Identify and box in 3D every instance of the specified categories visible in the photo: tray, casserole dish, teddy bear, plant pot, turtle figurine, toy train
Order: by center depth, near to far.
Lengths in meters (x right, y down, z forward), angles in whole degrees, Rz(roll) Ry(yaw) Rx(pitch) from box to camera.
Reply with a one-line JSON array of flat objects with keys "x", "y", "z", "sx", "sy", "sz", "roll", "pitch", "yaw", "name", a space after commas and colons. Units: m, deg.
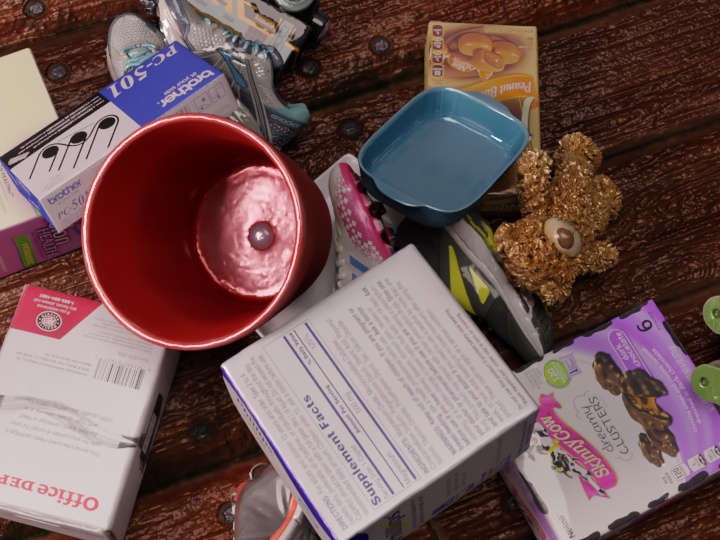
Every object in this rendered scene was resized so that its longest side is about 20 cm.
[{"x": -0.116, "y": -0.033, "z": 1.123, "sx": 0.199, "sy": 0.177, "sz": 0.202, "roll": 0, "pitch": 91, "yaw": 16, "name": "plant pot"}, {"x": 0.402, "y": 0.069, "z": 1.156, "sx": 0.193, "sy": 0.144, "sz": 0.200, "roll": -9, "pitch": 55, "yaw": -42, "name": "turtle figurine"}, {"x": 0.077, "y": -0.105, "z": 1.199, "sx": 0.121, "sy": 0.039, "sz": 0.200, "roll": 29, "pitch": 46, "yaw": 16, "name": "casserole dish"}, {"x": 0.202, "y": -0.055, "z": 1.218, "sx": 0.200, "sy": 0.066, "sz": 0.146, "roll": -26, "pitch": 105, "yaw": -51, "name": "teddy bear"}, {"x": -0.046, "y": -0.019, "z": 1.254, "sx": 0.200, "sy": 0.022, "sz": 0.107, "roll": -41, "pitch": 76, "yaw": -18, "name": "tray"}, {"x": -0.132, "y": -0.277, "z": 1.316, "sx": 0.199, "sy": 0.085, "sz": 0.114, "roll": 30, "pitch": 74, "yaw": -5, "name": "toy train"}]

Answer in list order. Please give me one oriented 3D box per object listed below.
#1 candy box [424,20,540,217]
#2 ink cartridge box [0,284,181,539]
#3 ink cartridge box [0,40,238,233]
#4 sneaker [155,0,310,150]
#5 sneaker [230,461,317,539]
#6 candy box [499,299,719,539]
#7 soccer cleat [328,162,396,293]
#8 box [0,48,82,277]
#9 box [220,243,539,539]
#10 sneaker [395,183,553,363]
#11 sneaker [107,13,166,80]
[{"x": 0.123, "y": -0.155, "z": 1.304, "sx": 0.115, "sy": 0.055, "sz": 0.201, "roll": 2, "pitch": 66, "yaw": -1, "name": "candy box"}, {"x": -0.258, "y": 0.132, "z": 1.142, "sx": 0.144, "sy": 0.083, "sz": 0.201, "roll": 14, "pitch": 67, "yaw": 2, "name": "ink cartridge box"}, {"x": -0.217, "y": -0.124, "z": 1.149, "sx": 0.200, "sy": 0.044, "sz": 0.094, "roll": -37, "pitch": 45, "yaw": -16, "name": "ink cartridge box"}, {"x": -0.124, "y": -0.207, "z": 1.261, "sx": 0.086, "sy": 0.078, "sz": 0.200, "roll": -33, "pitch": 107, "yaw": 9, "name": "sneaker"}, {"x": -0.083, "y": 0.229, "z": 1.132, "sx": 0.082, "sy": 0.077, "sz": 0.201, "roll": 15, "pitch": 62, "yaw": 31, "name": "sneaker"}, {"x": 0.223, "y": 0.149, "z": 1.172, "sx": 0.199, "sy": 0.072, "sz": 0.168, "roll": -25, "pitch": 71, "yaw": -14, "name": "candy box"}, {"x": 0.000, "y": 0.000, "z": 1.199, "sx": 0.086, "sy": 0.070, "sz": 0.201, "roll": -25, "pitch": 89, "yaw": 11, "name": "soccer cleat"}, {"x": -0.374, "y": -0.088, "z": 1.222, "sx": 0.199, "sy": 0.097, "sz": 0.177, "roll": -23, "pitch": 70, "yaw": -12, "name": "box"}, {"x": 0.016, "y": 0.116, "z": 1.073, "sx": 0.199, "sy": 0.105, "sz": 0.184, "roll": -32, "pitch": 67, "yaw": -12, "name": "box"}, {"x": 0.111, "y": 0.013, "z": 1.232, "sx": 0.084, "sy": 0.074, "sz": 0.201, "roll": -36, "pitch": 86, "yaw": 24, "name": "sneaker"}, {"x": -0.200, "y": -0.186, "z": 1.271, "sx": 0.077, "sy": 0.086, "sz": 0.201, "roll": -22, "pitch": 69, "yaw": -11, "name": "sneaker"}]
